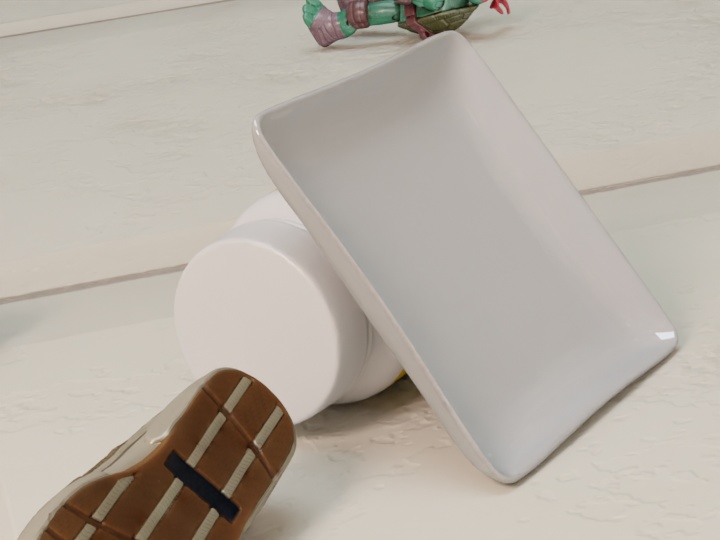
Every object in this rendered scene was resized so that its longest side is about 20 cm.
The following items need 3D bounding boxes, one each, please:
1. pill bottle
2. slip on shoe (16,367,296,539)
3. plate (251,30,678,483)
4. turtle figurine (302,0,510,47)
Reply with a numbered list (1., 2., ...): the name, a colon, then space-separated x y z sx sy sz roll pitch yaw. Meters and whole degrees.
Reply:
1. pill bottle: 0.000 0.000 1.110 0.114 0.115 0.200 3 19 31
2. slip on shoe: -0.091 0.108 0.892 0.061 0.076 0.200 -44 6 32
3. plate: 0.049 -0.009 1.047 0.032 0.200 0.200 -39 -5 36
4. turtle figurine: 0.053 -0.257 1.979 0.199 0.101 0.149 -15 -5 32
